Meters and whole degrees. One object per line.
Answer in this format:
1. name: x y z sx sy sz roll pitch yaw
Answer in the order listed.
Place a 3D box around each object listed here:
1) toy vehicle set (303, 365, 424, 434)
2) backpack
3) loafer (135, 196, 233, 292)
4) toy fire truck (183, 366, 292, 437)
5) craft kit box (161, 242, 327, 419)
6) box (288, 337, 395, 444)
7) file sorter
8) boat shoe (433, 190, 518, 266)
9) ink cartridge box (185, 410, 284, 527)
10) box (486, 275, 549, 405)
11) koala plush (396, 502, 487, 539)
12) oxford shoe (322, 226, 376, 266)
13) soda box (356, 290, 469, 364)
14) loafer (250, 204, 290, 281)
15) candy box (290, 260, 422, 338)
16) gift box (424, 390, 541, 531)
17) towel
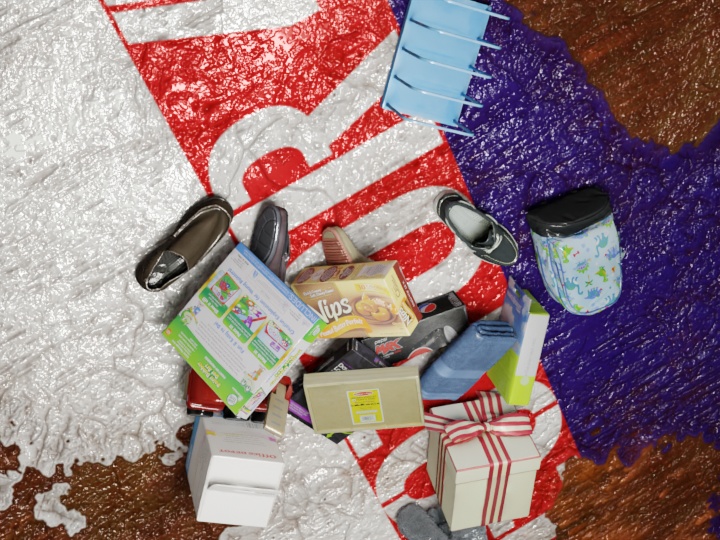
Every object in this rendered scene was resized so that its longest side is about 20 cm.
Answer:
1. toy vehicle set: 0.008 0.224 1.717 0.197 0.027 0.125 -5 129 5
2. backpack: 0.390 -0.020 1.779 0.161 0.154 0.202 -18 128 -16
3. loafer: -0.276 -0.032 1.600 0.200 0.071 0.073 -46 116 5
4. toy fire truck: -0.189 0.208 1.629 0.174 0.200 0.131 10 75 -19
5. craft kit box: -0.185 0.093 1.572 0.198 0.200 0.049 -47 155 -3
6. box: -0.027 0.215 1.751 0.142 0.036 0.200 35 121 -24
7. file sorter: 0.137 -0.329 1.580 0.137 0.123 0.203 10 107 -20
8. boat shoe: 0.208 -0.062 1.739 0.199 0.060 0.076 31 100 -25
9. ink cartridge box: -0.215 0.336 1.691 0.127 0.200 0.127 10 108 -19
10. box: 0.285 0.125 1.802 0.047 0.122 0.203 5 109 -14
11. koala plush: 0.192 0.542 1.923 0.176 0.185 0.201 -27 132 2
12. oxford shoe: 0.000 0.000 1.710 0.074 0.070 0.202 -41 118 -27
13. soda box: 0.092 0.108 1.771 0.197 0.063 0.072 -18 115 -8
14. loafer: -0.147 -0.016 1.657 0.062 0.072 0.203 -2 119 -36
15. candy box: -0.008 0.050 1.654 0.055 0.198 0.116 -50 125 -42
16. gift box: 0.209 0.335 1.834 0.182 0.201 0.189 -10 129 -16
17. towel: 0.183 0.160 1.779 0.110 0.049 0.200 6 138 -36
